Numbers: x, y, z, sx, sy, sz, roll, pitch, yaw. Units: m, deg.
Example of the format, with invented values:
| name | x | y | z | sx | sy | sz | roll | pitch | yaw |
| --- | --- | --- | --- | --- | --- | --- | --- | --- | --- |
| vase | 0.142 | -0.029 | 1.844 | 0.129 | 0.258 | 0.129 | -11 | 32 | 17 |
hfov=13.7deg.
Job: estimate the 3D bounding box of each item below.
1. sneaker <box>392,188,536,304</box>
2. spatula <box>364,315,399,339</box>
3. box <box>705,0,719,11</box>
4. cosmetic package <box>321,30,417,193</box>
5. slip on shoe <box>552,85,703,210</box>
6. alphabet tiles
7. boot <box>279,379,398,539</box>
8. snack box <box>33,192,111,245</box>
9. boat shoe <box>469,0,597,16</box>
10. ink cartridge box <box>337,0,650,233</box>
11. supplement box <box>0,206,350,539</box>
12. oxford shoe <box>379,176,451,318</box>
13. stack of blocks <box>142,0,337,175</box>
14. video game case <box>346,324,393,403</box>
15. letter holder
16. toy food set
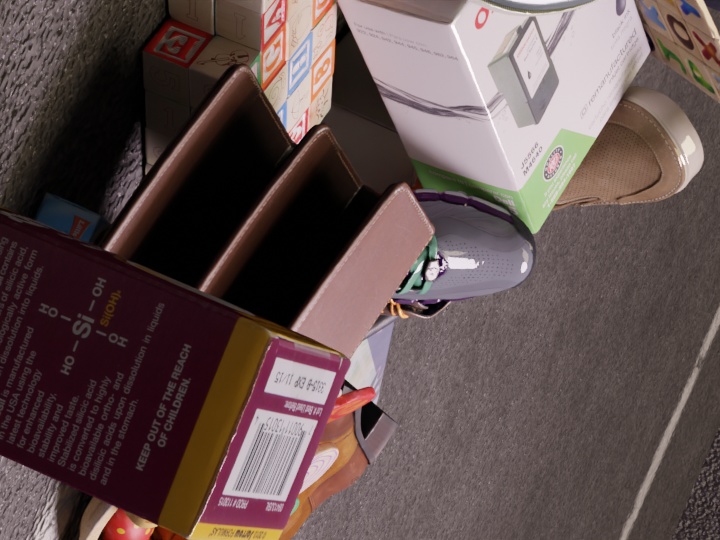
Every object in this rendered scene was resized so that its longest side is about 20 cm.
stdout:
| name | x | y | z | sx | sy | sz | roll | pitch | yaw |
| --- | --- | --- | --- | --- | --- | --- | --- | --- | --- |
| sneaker | 0.000 | 0.000 | 1.711 | 0.088 | 0.199 | 0.075 | -83 | 177 | -58 |
| spatula | -0.041 | 0.054 | 1.815 | 0.199 | 0.056 | 0.021 | -26 | 108 | -20 |
| box | 0.220 | -0.272 | 2.074 | 0.200 | 0.198 | 0.124 | -30 | 140 | -63 |
| cosmetic package | 0.036 | -0.112 | 1.897 | 0.200 | 0.087 | 0.104 | -51 | 158 | -43 |
| slip on shoe | 0.131 | -0.067 | 1.836 | 0.061 | 0.200 | 0.076 | -38 | 112 | -25 |
| alphabet tiles | 0.149 | -0.186 | 1.717 | 0.008 | 0.167 | 0.200 | -36 | 125 | -7 |
| boot | -0.081 | 0.141 | 1.923 | 0.200 | 0.068 | 0.188 | -50 | 156 | -2 |
| snack box | -0.147 | 0.038 | 1.603 | 0.117 | 0.037 | 0.200 | -65 | 163 | -5 |
| boat shoe | 0.071 | -0.180 | 1.566 | 0.199 | 0.062 | 0.073 | 11 | 78 | -31 |
| ink cartridge box | 0.078 | -0.142 | 1.706 | 0.146 | 0.084 | 0.200 | -57 | 148 | -21 |
| supplement box | -0.125 | 0.044 | 1.398 | 0.104 | 0.199 | 0.131 | -68 | 163 | 1 |
| oxford shoe | 0.008 | -0.003 | 1.798 | 0.071 | 0.199 | 0.073 | 54 | 20 | -42 |
| stack of blocks | -0.064 | -0.132 | 1.610 | 0.115 | 0.058 | 0.201 | -54 | 159 | -38 |
| video game case | -0.025 | 0.071 | 2.051 | 0.200 | 0.023 | 0.183 | -45 | 153 | -52 |
| letter holder | -0.068 | 0.014 | 1.539 | 0.200 | 0.100 | 0.142 | -56 | 159 | -9 |
| toy food set | -0.080 | 0.119 | 1.765 | 0.198 | 0.049 | 0.200 | -24 | 159 | -41 |
